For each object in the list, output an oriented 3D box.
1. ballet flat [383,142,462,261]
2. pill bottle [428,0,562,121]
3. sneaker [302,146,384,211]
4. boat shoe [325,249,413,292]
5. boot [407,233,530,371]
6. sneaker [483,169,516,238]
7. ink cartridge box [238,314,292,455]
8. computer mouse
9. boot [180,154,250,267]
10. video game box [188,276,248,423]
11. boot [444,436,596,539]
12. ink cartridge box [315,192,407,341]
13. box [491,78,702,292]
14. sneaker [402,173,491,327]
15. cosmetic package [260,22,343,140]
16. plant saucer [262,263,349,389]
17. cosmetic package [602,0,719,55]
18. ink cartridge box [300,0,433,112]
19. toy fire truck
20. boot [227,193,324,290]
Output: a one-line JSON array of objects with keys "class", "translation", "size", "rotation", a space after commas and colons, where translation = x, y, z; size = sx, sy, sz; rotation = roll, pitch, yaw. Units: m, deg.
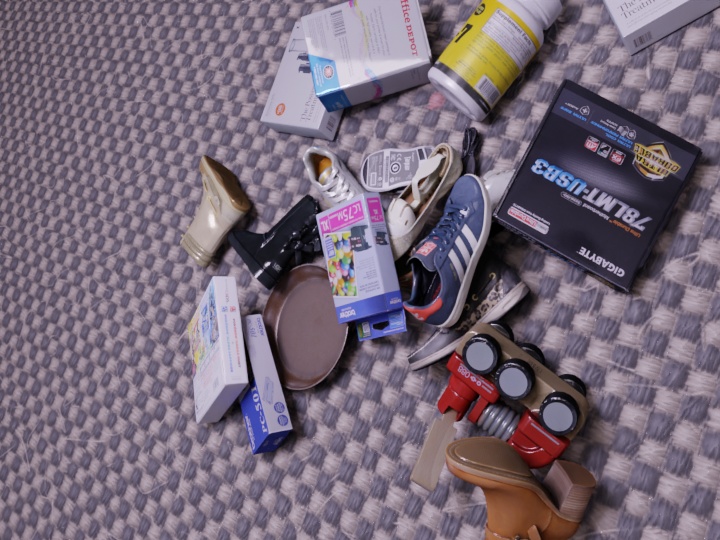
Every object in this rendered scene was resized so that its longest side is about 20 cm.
[{"class": "ballet flat", "translation": [0.075, -0.103, 1.002], "size": [0.067, 0.062, 0.202], "rotation": [31, 81, 33]}, {"class": "pill bottle", "translation": [0.202, -0.338, 1.028], "size": [0.201, 0.114, 0.114], "rotation": [-51, 55, 8]}, {"class": "sneaker", "translation": [-0.032, -0.127, 1.134], "size": [0.077, 0.080, 0.201], "rotation": [-45, 57, 10]}, {"class": "boat shoe", "translation": [0.026, -0.013, 1.062], "size": [0.196, 0.073, 0.078], "rotation": [3, 76, 34]}, {"class": "boot", "translation": [0.120, 0.031, 0.960], "size": [0.199, 0.073, 0.152], "rotation": [-37, 78, 13]}, {"class": "sneaker", "translation": [0.223, -0.124, 0.969], "size": [0.197, 0.072, 0.086], "rotation": [-29, 63, 24]}, {"class": "ink cartridge box", "translation": [-0.169, 0.184, 1.117], "size": [0.094, 0.043, 0.204], "rotation": [-53, 49, 49]}, {"class": "computer mouse", "translation": [0.094, -0.163, 1.089], "size": [0.196, 0.044, 0.113], "rotation": [-1, 78, 27]}, {"class": "boot", "translation": [-0.293, -0.116, 1.309], "size": [0.157, 0.072, 0.201], "rotation": [-53, 46, 17]}, {"class": "video game box", "translation": [-0.244, 0.138, 1.152], "size": [0.200, 0.046, 0.186], "rotation": [-48, 49, 52]}, {"class": "boot", "translation": [0.166, 0.288, 0.800], "size": [0.074, 0.196, 0.158], "rotation": [-100, 30, -68]}, {"class": "ink cartridge box", "translation": [0.000, 0.000, 1.003], "size": [0.118, 0.041, 0.205], "rotation": [-17, 86, 49]}, {"class": "box", "translation": [0.298, -0.108, 0.878], "size": [0.197, 0.050, 0.201], "rotation": [30, 89, 6]}, {"class": "sneaker", "translation": [0.107, -0.031, 0.880], "size": [0.074, 0.083, 0.205], "rotation": [10, 86, 54]}, {"class": "cosmetic package", "translation": [-0.086, -0.350, 1.252], "size": [0.148, 0.051, 0.204], "rotation": [15, 83, 38]}, {"class": "plant saucer", "translation": [-0.087, 0.092, 1.117], "size": [0.197, 0.032, 0.206], "rotation": [-12, 71, 38]}, {"class": "cosmetic package", "translation": [0.433, -0.417, 0.941], "size": [0.197, 0.051, 0.154], "rotation": [-27, 59, 24]}, {"class": "ink cartridge box", "translation": [0.015, -0.368, 1.135], "size": [0.195, 0.085, 0.148], "rotation": [-14, 79, 11]}, {"class": "toy fire truck", "translation": [0.164, 0.195, 0.864], "size": [0.175, 0.128, 0.203], "rotation": [36, 113, 15]}, {"class": "boot", "translation": [-0.138, -0.066, 1.188], "size": [0.163, 0.073, 0.198], "rotation": [-46, 35, -3]}]
